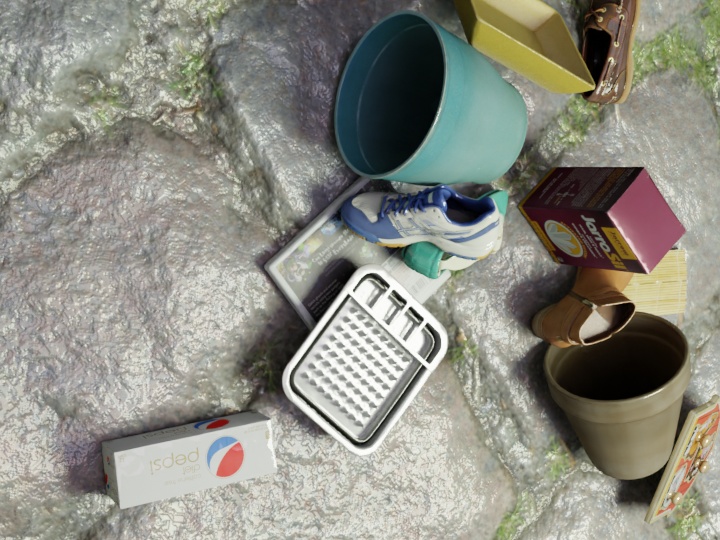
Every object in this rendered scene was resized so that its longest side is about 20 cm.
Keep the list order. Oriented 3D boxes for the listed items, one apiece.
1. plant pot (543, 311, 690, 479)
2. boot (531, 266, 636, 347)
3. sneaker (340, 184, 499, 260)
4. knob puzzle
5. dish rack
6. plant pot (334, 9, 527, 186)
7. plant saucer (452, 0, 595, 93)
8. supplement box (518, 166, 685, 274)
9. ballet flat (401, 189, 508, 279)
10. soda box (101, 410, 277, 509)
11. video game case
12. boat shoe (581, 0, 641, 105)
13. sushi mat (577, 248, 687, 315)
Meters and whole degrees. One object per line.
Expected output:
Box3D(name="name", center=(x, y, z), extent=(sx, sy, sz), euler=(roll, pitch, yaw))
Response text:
Box3D(name="plant pot", center=(0.362, 0.184, 1.578), extent=(0.198, 0.199, 0.176), euler=(-30, 124, -21))
Box3D(name="boot", center=(0.333, 0.036, 1.540), extent=(0.200, 0.155, 0.074), euler=(-43, 100, -10))
Box3D(name="sneaker", center=(0.075, -0.076, 1.394), extent=(0.196, 0.089, 0.076), euler=(8, 54, 0))
Box3D(name="knob puzzle", center=(0.493, 0.277, 1.669), extent=(0.219, 0.030, 0.223), euler=(-38, 141, -38))
Box3D(name="dish rack", center=(0.001, 0.110, 1.431), extent=(0.171, 0.043, 0.201), euler=(43, 75, -24))
Box3D(name="plant pot", center=(0.100, -0.195, 1.410), extent=(0.186, 0.198, 0.204), euler=(12, 89, -40))
Box3D(name="plant saucer", center=(0.194, -0.312, 1.468), extent=(0.198, 0.202, 0.049), euler=(24, 124, -26))
Box3D(name="supplement box", center=(0.316, -0.069, 1.512), extent=(0.086, 0.199, 0.111), euler=(-45, 112, -16))
Box3D(name="ballet flat", center=(0.141, -0.040, 1.481), extent=(0.199, 0.070, 0.068), euler=(-30, 146, -35))
Box3D(name="soda box", center=(-0.201, 0.221, 1.349), extent=(0.197, 0.063, 0.070), euler=(-9, 98, -27))
Box3D(name="video game case", center=(0.000, 0.000, 1.458), extent=(0.200, 0.023, 0.183), euler=(-43, 111, -17))
Box3D(name="boat shoe", center=(0.342, -0.333, 1.579), extent=(0.069, 0.070, 0.204), euler=(-1, 94, -30))
Box3D(name="sushi mat", center=(0.398, 0.021, 1.665), extent=(0.197, 0.012, 0.098), euler=(-4, 96, -26))
